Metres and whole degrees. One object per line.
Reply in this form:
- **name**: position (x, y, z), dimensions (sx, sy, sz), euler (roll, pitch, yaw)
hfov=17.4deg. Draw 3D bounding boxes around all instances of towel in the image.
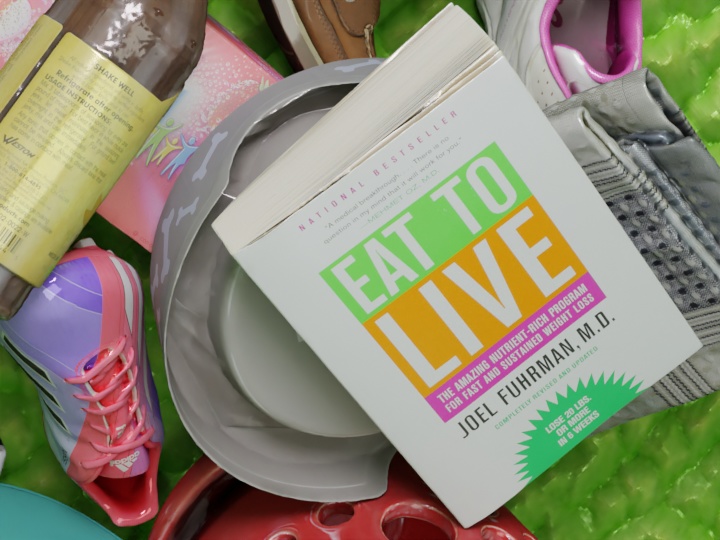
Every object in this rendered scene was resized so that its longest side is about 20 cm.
- **towel**: position (0.100, 0.009, 1.112), dimensions (0.199, 0.035, 0.193), euler (-23, 123, 29)

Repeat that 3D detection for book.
- **book**: position (0.043, 0.006, 0.973), dimensions (0.133, 0.048, 0.200), euler (-39, 130, 1)

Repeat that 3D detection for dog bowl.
- **dog bowl**: position (0.000, 0.000, 1.007), dimensions (0.199, 0.059, 0.201), euler (-12, 121, -21)

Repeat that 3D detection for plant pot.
- **plant pot**: position (-0.002, 0.175, 1.100), dimensions (0.199, 0.183, 0.201), euler (-16, 132, -18)

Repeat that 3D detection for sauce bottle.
- **sauce bottle**: position (-0.105, -0.075, 0.924), dimensions (0.065, 0.065, 0.200), euler (39, 87, -29)

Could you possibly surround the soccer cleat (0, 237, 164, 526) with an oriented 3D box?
- **soccer cleat**: position (-0.116, 0.051, 1.031), dimensions (0.066, 0.077, 0.200), euler (-24, 160, -11)

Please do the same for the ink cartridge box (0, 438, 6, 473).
- **ink cartridge box**: position (-0.239, 0.162, 1.106), dimensions (0.094, 0.037, 0.201), euler (11, 105, -25)

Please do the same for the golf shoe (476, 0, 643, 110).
- **golf shoe**: position (0.090, -0.074, 1.103), dimensions (0.075, 0.092, 0.201), euler (-6, 115, -20)

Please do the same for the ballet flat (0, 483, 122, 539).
- **ballet flat**: position (-0.191, 0.125, 1.064), dimensions (0.199, 0.067, 0.067), euler (26, 121, -26)

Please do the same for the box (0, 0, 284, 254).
- **box**: position (-0.119, -0.094, 1.008), dimensions (0.200, 0.103, 0.095), euler (38, 95, -28)

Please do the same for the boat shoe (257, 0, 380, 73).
- **boat shoe**: position (-0.014, -0.131, 1.049), dimensions (0.068, 0.072, 0.201), euler (-31, 119, -5)
